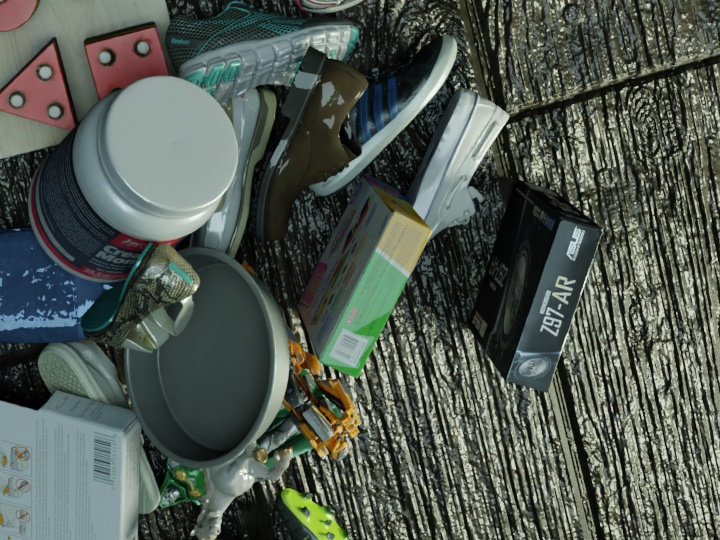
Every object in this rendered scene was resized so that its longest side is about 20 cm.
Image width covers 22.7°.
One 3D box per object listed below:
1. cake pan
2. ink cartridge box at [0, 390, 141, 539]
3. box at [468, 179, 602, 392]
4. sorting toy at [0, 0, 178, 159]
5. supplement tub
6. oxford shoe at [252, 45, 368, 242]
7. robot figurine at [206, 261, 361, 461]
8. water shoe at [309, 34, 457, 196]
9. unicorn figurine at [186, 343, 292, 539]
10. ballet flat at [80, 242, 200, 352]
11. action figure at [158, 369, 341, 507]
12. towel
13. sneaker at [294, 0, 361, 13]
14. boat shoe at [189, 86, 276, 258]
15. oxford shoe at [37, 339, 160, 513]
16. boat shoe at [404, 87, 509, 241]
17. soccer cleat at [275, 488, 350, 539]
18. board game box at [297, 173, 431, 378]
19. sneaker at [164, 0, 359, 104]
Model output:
[{"bbox_3d":[-0.138,0.079,1.641,0.037,0.200,0.201,1,107,-48],"label":"cake pan"},{"bbox_3d":[-0.302,0.209,1.749,0.173,0.044,0.201,14,120,14],"label":"ink cartridge box"},{"bbox_3d":[0.163,0.010,1.709,0.043,0.200,0.161,16,101,-10],"label":"box"},{"bbox_3d":[-0.275,-0.219,1.667,0.198,0.070,0.201,-15,104,-4],"label":"sorting toy"},{"bbox_3d":[-0.204,-0.080,1.606,0.140,0.200,0.141,9,69,-26],"label":"supplement tub"},{"bbox_3d":[-0.047,-0.102,1.670,0.084,0.073,0.201,22,121,-4],"label":"oxford shoe"},{"bbox_3d":[-0.067,0.091,1.690,0.058,0.145,0.200,-37,73,-4],"label":"robot figurine"},{"bbox_3d":[0.008,-0.161,1.716,0.079,0.072,0.200,42,94,-12],"label":"water shoe"},{"bbox_3d":[-0.132,0.175,1.716,0.074,0.137,0.201,-2,70,-39],"label":"unicorn figurine"},{"bbox_3d":[-0.193,0.036,1.612,0.075,0.200,0.068,37,60,-9],"label":"ballet flat"},{"bbox_3d":[-0.122,0.176,1.787,0.200,0.055,0.118,-35,107,5],"label":"action figure"},{"bbox_3d":[-0.270,0.012,1.722,0.199,0.049,0.112,-2,86,-10],"label":"towel"},{"bbox_3d":[0.023,-0.305,1.684,0.199,0.075,0.081,-26,105,0],"label":"sneaker"},{"bbox_3d":[-0.141,-0.083,1.709,0.068,0.075,0.201,14,90,-26],"label":"boat shoe"},{"bbox_3d":[-0.245,0.148,1.760,0.075,0.058,0.201,-15,109,37],"label":"oxford shoe"},{"bbox_3d":[0.085,-0.074,1.750,0.070,0.071,0.201,24,92,-9],"label":"boat shoe"},{"bbox_3d":[-0.030,0.307,1.823,0.081,0.068,0.200,-37,105,15],"label":"soccer cleat"},{"bbox_3d":[0.000,0.000,1.685,0.040,0.200,0.154,25,99,-13],"label":"board game box"},{"bbox_3d":[-0.094,-0.219,1.678,0.199,0.078,0.091,-14,61,-32],"label":"sneaker"}]
